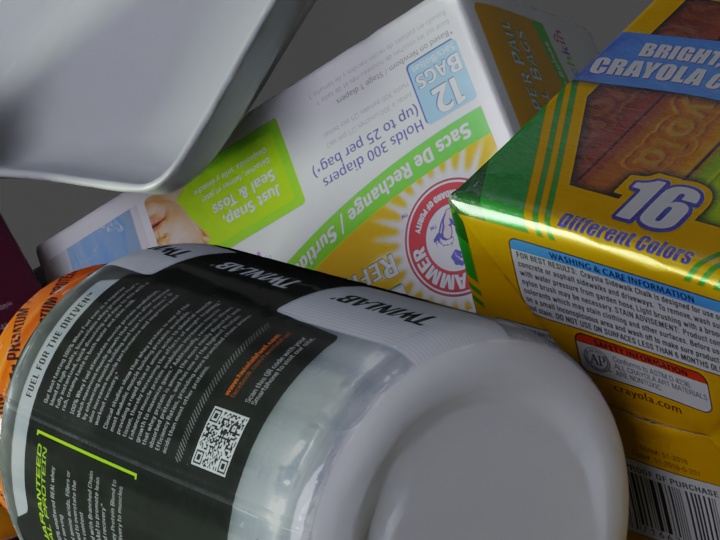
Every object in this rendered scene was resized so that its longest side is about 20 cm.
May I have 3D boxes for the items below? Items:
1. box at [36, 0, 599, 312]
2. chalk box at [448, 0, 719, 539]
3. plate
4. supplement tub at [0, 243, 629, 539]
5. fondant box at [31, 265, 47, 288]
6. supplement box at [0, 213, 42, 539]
[{"bbox_3d":[0.000,0.000,0.810,0.199,0.101,0.113,-31,70,27],"label":"box"},{"bbox_3d":[0.141,-0.017,0.681,0.124,0.200,0.124,16,138,37],"label":"chalk box"},{"bbox_3d":[-0.069,-0.106,0.841,0.199,0.032,0.200,5,59,52],"label":"plate"},{"bbox_3d":[-0.027,0.059,0.669,0.199,0.122,0.123,15,94,52],"label":"supplement tub"},{"bbox_3d":[-0.122,0.113,0.880,0.144,0.058,0.201,-26,76,15],"label":"fondant box"},{"bbox_3d":[-0.175,0.030,0.811,0.110,0.085,0.201,-46,69,40],"label":"supplement box"}]
